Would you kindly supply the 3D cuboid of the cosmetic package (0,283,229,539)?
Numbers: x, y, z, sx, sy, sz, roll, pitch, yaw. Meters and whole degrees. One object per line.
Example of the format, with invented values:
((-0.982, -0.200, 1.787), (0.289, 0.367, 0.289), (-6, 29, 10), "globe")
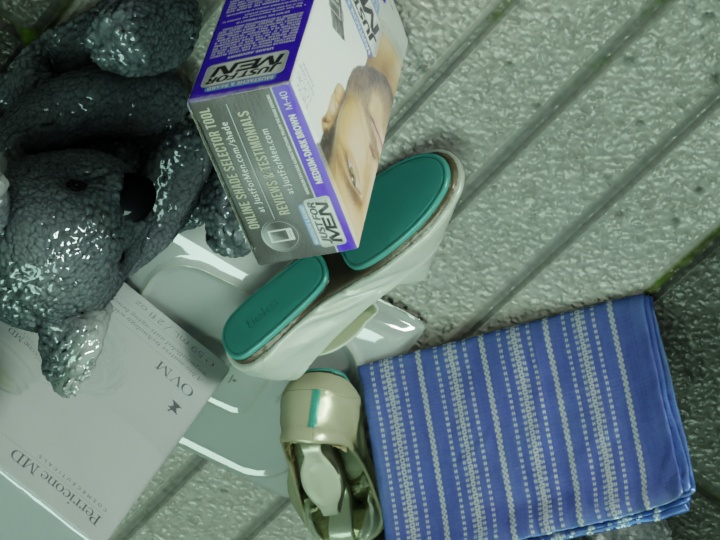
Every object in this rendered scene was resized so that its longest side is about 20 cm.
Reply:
((-0.221, 0.085, 1.369), (0.199, 0.200, 0.123), (38, 129, -4), "cosmetic package")

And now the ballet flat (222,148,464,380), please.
((0.000, 0.000, 1.365), (0.200, 0.070, 0.069), (-40, 113, 20), "ballet flat")

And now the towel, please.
((0.101, 0.101, 1.372), (0.199, 0.146, 0.024), (-15, 156, 13), "towel")

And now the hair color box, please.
((-0.029, -0.109, 1.192), (0.064, 0.201, 0.110), (-9, 127, 19), "hair color box")

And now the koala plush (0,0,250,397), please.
((-0.167, -0.034, 1.267), (0.183, 0.200, 0.178), (-17, 119, 26), "koala plush")

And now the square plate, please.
((-0.088, 0.060, 1.459), (0.197, 0.029, 0.200), (27, 129, -10), "square plate")

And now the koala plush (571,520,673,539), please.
((0.100, 0.213, 1.482), (0.176, 0.185, 0.200), (18, 152, -21), "koala plush")

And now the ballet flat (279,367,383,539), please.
((-0.019, 0.145, 1.462), (0.069, 0.070, 0.201), (-1, 142, 12), "ballet flat")
